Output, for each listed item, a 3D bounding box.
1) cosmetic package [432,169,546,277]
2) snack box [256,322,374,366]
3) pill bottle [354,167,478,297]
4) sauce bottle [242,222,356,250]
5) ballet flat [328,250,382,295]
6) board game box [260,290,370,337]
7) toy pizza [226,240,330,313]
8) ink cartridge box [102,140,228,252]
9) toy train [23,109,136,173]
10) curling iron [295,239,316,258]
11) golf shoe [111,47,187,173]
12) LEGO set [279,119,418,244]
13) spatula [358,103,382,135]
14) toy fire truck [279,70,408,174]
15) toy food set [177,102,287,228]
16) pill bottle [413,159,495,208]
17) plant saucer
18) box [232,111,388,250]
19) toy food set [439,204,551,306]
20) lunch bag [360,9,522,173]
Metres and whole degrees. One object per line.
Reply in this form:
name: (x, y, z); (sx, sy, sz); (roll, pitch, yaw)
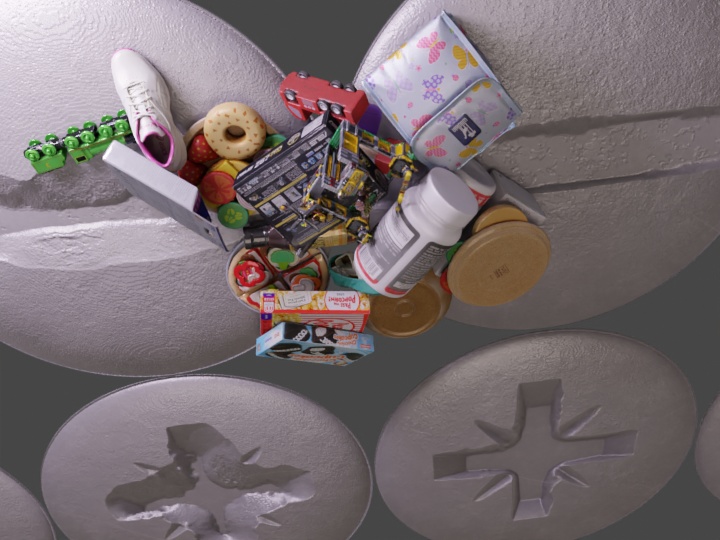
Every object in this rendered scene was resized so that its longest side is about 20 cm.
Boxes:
cosmetic package: (0.224, -0.067, 1.303); (0.107, 0.085, 0.200); (24, 121, -26)
snack box: (-0.087, 0.144, 1.380); (0.198, 0.037, 0.116); (11, 154, -30)
pill bottle: (0.088, -0.059, 1.131); (0.113, 0.114, 0.200); (26, 128, -22)
sauce bottle: (-0.108, -0.067, 1.278); (0.198, 0.066, 0.066); (-9, 126, -5)
ballet flat: (0.000, 0.000, 1.285); (0.067, 0.199, 0.071); (-43, 114, -23)
board game box: (-0.089, 0.086, 1.353); (0.198, 0.047, 0.152); (0, 156, -7)
toy pizza: (-0.155, 0.013, 1.358); (0.198, 0.032, 0.202); (-2, 125, -3)
ink cartridge box: (-0.292, -0.112, 1.137); (0.199, 0.196, 0.044); (30, 79, -1)
toy train: (-0.451, -0.207, 1.170); (0.198, 0.042, 0.057); (-16, 135, 6)
curling iron: (-0.041, -0.099, 1.240); (0.050, 0.026, 0.200); (43, 85, -1)
golf shoe: (-0.324, -0.244, 1.101); (0.075, 0.092, 0.201); (-23, 106, -2)
LEGO set: (-0.010, -0.111, 1.055); (0.153, 0.116, 0.200); (31, 126, -23)
spatula: (-0.016, -0.193, 1.230); (0.056, 0.021, 0.201); (3, 130, -30)
toy fire truck: (-0.025, -0.233, 1.136); (0.199, 0.049, 0.141); (22, 158, 27)
toy food set: (-0.207, -0.172, 1.203); (0.199, 0.049, 0.198); (-37, 121, 19)
pill bottle: (0.130, -0.102, 1.243); (0.113, 0.114, 0.200); (26, 119, -22)
plant saucer: (0.086, 0.066, 1.417); (0.198, 0.036, 0.202); (-2, 125, -3)
box: (-0.079, -0.138, 1.147); (0.199, 0.049, 0.161); (-29, 122, 27)
toy food set: (0.237, -0.013, 1.259); (0.199, 0.049, 0.198); (29, 118, -37)
lunch bag: (0.129, -0.264, 1.097); (0.169, 0.127, 0.201); (-35, 96, 20)
